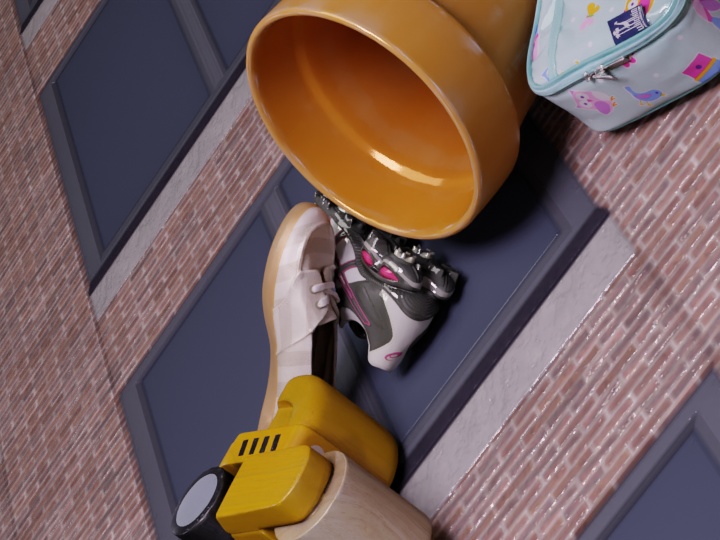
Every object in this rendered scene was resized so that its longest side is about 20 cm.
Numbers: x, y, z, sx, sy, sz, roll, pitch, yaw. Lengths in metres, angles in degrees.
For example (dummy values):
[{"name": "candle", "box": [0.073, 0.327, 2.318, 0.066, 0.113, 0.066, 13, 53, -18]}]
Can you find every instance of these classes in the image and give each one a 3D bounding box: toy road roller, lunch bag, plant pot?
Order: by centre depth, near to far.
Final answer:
[{"name": "lunch bag", "box": [0.184, -0.197, 1.452, 0.160, 0.077, 0.200, -23, 45, 44]}, {"name": "toy road roller", "box": [-0.023, 0.145, 1.477, 0.200, 0.123, 0.146, -15, 42, 56]}, {"name": "plant pot", "box": [0.053, -0.155, 1.536, 0.183, 0.200, 0.200, -47, 18, -30]}]

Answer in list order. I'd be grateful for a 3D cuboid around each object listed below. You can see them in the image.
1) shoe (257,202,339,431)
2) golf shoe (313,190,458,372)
[{"name": "shoe", "box": [-0.036, 0.049, 1.581, 0.053, 0.070, 0.200, 14, 108, 26]}, {"name": "golf shoe", "box": [0.000, 0.000, 1.616, 0.088, 0.077, 0.200, -67, 24, 14]}]
